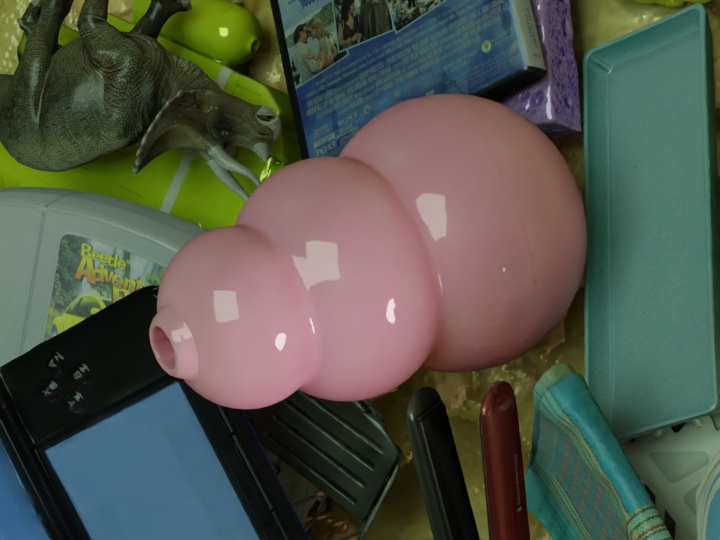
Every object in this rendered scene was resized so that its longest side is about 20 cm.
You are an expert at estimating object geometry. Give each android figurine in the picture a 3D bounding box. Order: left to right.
[{"bbox_3d":[-0.105,-0.052,1.340,0.200,0.041,0.183,28,95,31],"label":"android figurine"}]

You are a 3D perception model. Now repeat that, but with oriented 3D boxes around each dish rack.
[{"bbox_3d":[-0.072,0.117,1.242,0.153,0.055,0.201,35,119,14],"label":"dish rack"}]

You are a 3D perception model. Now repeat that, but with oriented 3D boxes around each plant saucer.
[{"bbox_3d":[0.130,-0.019,1.183,0.070,0.019,0.201,-21,54,38],"label":"plant saucer"}]

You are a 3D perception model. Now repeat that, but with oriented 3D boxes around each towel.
[{"bbox_3d":[0.121,0.148,1.130,0.022,0.147,0.201,-23,68,-11],"label":"towel"}]

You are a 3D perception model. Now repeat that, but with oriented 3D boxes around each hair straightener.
[{"bbox_3d":[0.042,0.147,1.188,0.077,0.041,0.201,-3,107,23],"label":"hair straightener"}]

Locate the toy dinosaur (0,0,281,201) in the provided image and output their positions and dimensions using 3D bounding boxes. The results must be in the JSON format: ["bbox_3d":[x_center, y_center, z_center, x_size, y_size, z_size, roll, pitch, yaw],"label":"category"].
[{"bbox_3d":[-0.137,-0.088,1.299,0.199,0.077,0.103,-2,73,27],"label":"toy dinosaur"}]

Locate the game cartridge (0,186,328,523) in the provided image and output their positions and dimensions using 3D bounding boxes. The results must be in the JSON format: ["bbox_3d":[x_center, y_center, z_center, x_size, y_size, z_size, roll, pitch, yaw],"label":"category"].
[{"bbox_3d":[-0.104,0.039,1.287,0.199,0.041,0.134,22,111,22],"label":"game cartridge"}]

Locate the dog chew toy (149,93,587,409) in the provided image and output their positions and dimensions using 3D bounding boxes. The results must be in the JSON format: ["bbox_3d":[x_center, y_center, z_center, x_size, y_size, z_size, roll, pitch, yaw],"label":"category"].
[{"bbox_3d":[0.000,0.000,1.166,0.124,0.199,0.125,40,142,42],"label":"dog chew toy"}]

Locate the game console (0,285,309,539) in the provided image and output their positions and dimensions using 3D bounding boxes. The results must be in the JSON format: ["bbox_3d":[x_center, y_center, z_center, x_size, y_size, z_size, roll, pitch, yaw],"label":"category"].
[{"bbox_3d":[-0.126,0.135,1.178,0.170,0.118,0.201,-28,90,31],"label":"game console"}]

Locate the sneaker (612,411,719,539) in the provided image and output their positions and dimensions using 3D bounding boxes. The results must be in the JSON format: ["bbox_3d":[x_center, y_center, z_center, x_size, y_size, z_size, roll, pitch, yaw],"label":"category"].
[{"bbox_3d":[0.169,0.056,1.150,0.115,0.076,0.201,25,96,28],"label":"sneaker"}]

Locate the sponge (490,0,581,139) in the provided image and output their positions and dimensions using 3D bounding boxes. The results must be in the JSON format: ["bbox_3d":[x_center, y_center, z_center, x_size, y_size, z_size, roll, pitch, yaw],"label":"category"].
[{"bbox_3d":[0.045,-0.153,1.269,0.111,0.030,0.201,-13,75,39],"label":"sponge"}]

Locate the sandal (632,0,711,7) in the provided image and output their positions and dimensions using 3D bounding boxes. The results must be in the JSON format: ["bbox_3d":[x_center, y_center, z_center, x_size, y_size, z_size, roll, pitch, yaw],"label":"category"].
[{"bbox_3d":[0.176,-0.172,1.181,0.199,0.087,0.080,-15,76,28],"label":"sandal"}]

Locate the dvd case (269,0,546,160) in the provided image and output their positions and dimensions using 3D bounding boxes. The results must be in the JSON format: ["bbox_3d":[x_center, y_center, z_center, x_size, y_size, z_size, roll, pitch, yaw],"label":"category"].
[{"bbox_3d":[0.010,-0.157,1.268,0.142,0.018,0.201,-25,68,38],"label":"dvd case"}]

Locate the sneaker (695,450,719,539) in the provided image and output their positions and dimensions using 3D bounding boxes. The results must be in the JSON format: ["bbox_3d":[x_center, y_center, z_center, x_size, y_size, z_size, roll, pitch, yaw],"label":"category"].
[{"bbox_3d":[0.184,0.162,1.081,0.072,0.073,0.201,-20,110,5],"label":"sneaker"}]
